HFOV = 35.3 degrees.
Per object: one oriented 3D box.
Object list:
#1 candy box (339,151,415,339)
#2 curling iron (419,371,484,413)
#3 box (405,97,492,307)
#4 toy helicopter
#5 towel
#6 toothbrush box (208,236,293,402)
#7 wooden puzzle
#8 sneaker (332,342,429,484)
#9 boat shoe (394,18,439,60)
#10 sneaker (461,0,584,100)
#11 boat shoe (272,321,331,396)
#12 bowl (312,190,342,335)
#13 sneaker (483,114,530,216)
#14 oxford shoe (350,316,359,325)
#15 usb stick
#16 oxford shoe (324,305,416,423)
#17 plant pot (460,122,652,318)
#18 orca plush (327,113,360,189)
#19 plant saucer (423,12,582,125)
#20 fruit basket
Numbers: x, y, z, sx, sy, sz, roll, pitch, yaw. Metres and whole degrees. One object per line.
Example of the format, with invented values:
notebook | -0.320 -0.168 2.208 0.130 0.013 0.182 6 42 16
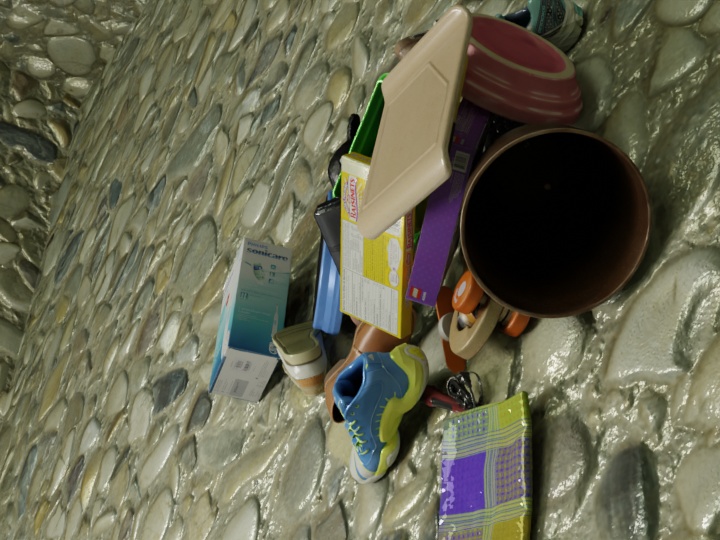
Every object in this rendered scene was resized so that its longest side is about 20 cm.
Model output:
candy box | 0.019 -0.028 1.318 0.102 0.026 0.203 25 124 40
curling iron | 0.084 0.136 1.316 0.199 0.025 0.050 0 89 63
box | 0.100 -0.080 1.258 0.137 0.039 0.202 -62 -14 -56
toy helicopter | 0.129 0.026 1.304 0.133 0.078 0.201 -58 15 35
towel | 0.124 0.232 1.154 0.143 0.023 0.203 -26 51 53
toothbrush box | -0.168 0.076 1.739 0.147 0.084 0.202 120 160 -53
wooden puzzle | 0.061 -0.151 1.190 0.185 0.037 0.203 -38 38 56
sneaker | 0.002 0.166 1.328 0.202 0.104 0.076 -69 29 26
boat shoe | 0.116 -0.288 1.445 0.072 0.199 0.073 41 122 19
sneaker | 0.183 -0.278 1.415 0.200 0.085 0.078 -44 33 38
boat shoe | -0.080 0.122 1.581 0.200 0.074 0.069 -103 -2 -79
bowl | -0.038 -0.014 1.559 0.201 0.039 0.204 -173 90 -86
sneaker | 0.167 -0.109 1.353 0.083 0.071 0.202 111 169 -56
oxford shoe | 0.031 -0.017 1.525 0.073 0.071 0.203 -17 53 29
usb stick | 0.000 0.000 1.417 0.055 0.202 0.033 -21 20 4
oxford shoe | 0.015 0.118 1.415 0.072 0.070 0.201 -90 25 -50
plant pot | 0.184 -0.076 1.170 0.188 0.185 0.200 -57 12 16
orca plush | 0.018 -0.192 1.561 0.199 0.072 0.105 -37 14 -18
plant saucer | 0.165 -0.234 1.277 0.202 0.198 0.051 -106 33 -53
fruit basket | 0.047 -0.122 1.398 0.216 0.155 0.216 -50 -16 -20
